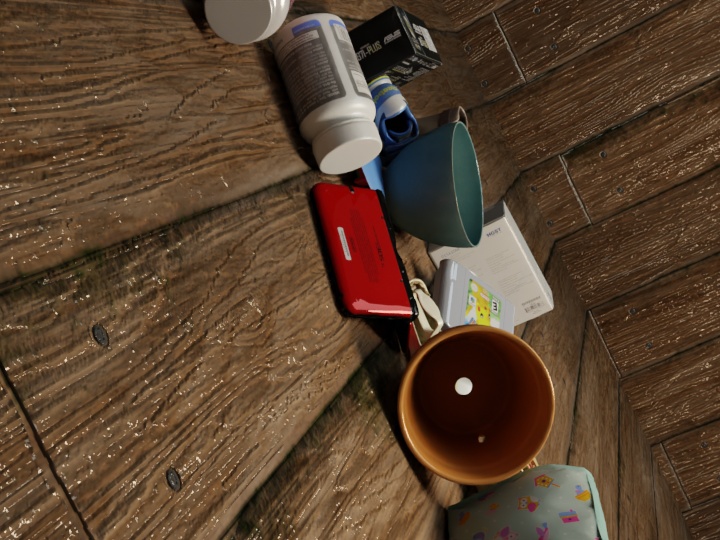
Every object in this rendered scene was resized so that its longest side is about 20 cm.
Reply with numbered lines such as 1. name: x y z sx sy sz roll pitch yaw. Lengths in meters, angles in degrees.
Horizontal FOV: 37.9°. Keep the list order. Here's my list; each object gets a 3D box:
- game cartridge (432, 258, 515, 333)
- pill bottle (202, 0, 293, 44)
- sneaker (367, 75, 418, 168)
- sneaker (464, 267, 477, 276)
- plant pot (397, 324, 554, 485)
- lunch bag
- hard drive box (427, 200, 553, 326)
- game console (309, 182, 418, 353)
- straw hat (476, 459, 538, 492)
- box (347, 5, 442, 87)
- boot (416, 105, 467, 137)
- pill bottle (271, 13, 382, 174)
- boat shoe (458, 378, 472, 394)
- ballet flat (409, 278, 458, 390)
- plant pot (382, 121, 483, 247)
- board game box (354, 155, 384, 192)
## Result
1. game cartridge: 0.190 0.083 1.735 0.199 0.040 0.135 33 58 -39
2. pill bottle: -0.140 -0.363 1.348 0.114 0.112 0.201 57 19 -23
3. sneaker: 0.055 -0.224 1.726 0.082 0.074 0.201 47 -12 35
4. sneaker: 0.195 0.091 1.825 0.201 0.076 0.082 54 43 -22
5. plant pot: 0.144 0.164 1.374 0.202 0.198 0.140 63 2 -4
6. lunch bag: 0.212 0.341 1.290 0.123 0.198 0.171 57 18 -22
7. hard drive box: 0.234 0.003 1.881 0.201 0.154 0.077 60 18 -19
8. game console: 0.000 0.000 1.430 0.171 0.119 0.202 4 56 -35
9. straw hat: 0.215 0.315 1.525 0.202 0.084 0.202 61 13 -24
10. box: 0.031 -0.354 1.751 0.087 0.162 0.200 65 18 2
11. boot: 0.125 -0.260 1.928 0.070 0.145 0.202 45 26 -42
12. pill bottle: -0.045 -0.246 1.471 0.114 0.113 0.202 23 45 -65
13. boat shoe: 0.169 0.178 1.602 0.200 0.066 0.074 24 43 -65
14. ballet flat: 0.100 0.103 1.491 0.202 0.069 0.069 67 18 12
15. plant pot: 0.112 -0.130 1.702 0.200 0.133 0.203 -7 90 -71
16. board game box: -0.008 -0.184 1.621 0.201 0.038 0.159 -94 162 -48
